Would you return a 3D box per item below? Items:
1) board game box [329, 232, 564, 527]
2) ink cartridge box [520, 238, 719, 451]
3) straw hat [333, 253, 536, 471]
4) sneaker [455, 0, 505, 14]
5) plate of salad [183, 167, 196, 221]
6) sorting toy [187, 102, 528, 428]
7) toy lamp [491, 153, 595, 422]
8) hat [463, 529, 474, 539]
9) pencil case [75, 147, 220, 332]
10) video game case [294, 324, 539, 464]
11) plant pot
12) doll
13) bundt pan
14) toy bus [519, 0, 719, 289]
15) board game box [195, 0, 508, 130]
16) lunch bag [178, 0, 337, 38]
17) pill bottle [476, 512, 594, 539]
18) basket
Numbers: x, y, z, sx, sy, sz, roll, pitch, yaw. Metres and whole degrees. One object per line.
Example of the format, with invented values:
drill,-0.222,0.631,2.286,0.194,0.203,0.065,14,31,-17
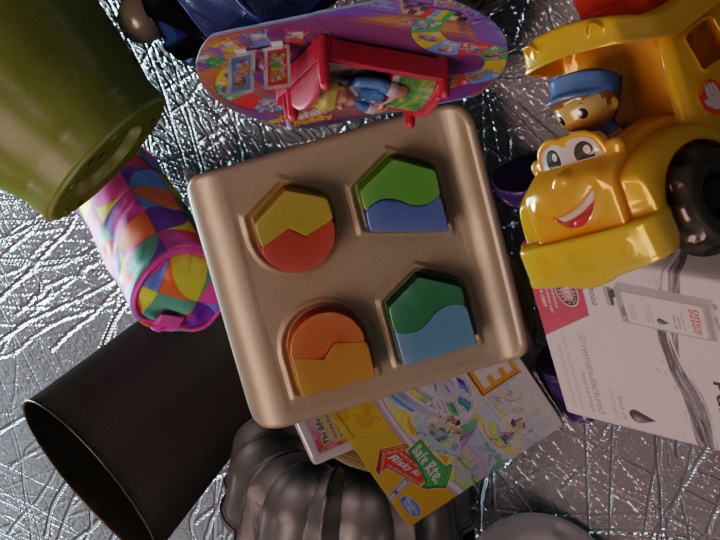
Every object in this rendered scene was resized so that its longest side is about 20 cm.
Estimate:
board game box,0.033,0.061,1.455,0.201,0.134,0.034,55,-175,-14
ink cartridge box,0.218,0.033,1.338,0.199,0.083,0.147,12,132,41
straw hat,0.027,0.041,1.536,0.202,0.200,0.085,57,-176,-13
sneaker,0.060,-0.173,1.319,0.084,0.073,0.201,36,143,21
plate of salad,-0.070,-0.002,1.597,0.201,0.048,0.200,56,-177,-5
sorting toy,0.000,0.000,1.401,0.036,0.198,0.186,-103,-2,-75
toy lamp,0.137,0.017,1.438,0.058,0.058,0.201,13,129,40
hat,0.040,0.219,1.647,0.081,0.201,0.201,-30,101,32
pencil case,-0.169,-0.026,1.643,0.200,0.088,0.089,-128,19,-54
video game case,0.010,0.014,1.472,0.024,0.181,0.201,-105,-9,-75
plant pot,-0.259,-0.148,1.586,0.193,0.200,0.201,44,146,4
doll,-0.113,-0.187,1.517,0.199,0.048,0.137,11,140,50
bundt pan,-0.010,0.150,1.585,0.201,0.202,0.076,24,129,31
toy bus,0.160,-0.106,1.176,0.135,0.200,0.193,-11,107,51
board game box,-0.003,-0.113,1.315,0.198,0.039,0.158,-9,159,16
lunch bag,-0.086,-0.246,1.337,0.201,0.136,0.132,54,163,-5
pill bottle,0.130,0.295,1.664,0.114,0.114,0.201,33,142,21
basket,-0.150,0.104,1.692,0.136,0.200,0.181,24,149,43
